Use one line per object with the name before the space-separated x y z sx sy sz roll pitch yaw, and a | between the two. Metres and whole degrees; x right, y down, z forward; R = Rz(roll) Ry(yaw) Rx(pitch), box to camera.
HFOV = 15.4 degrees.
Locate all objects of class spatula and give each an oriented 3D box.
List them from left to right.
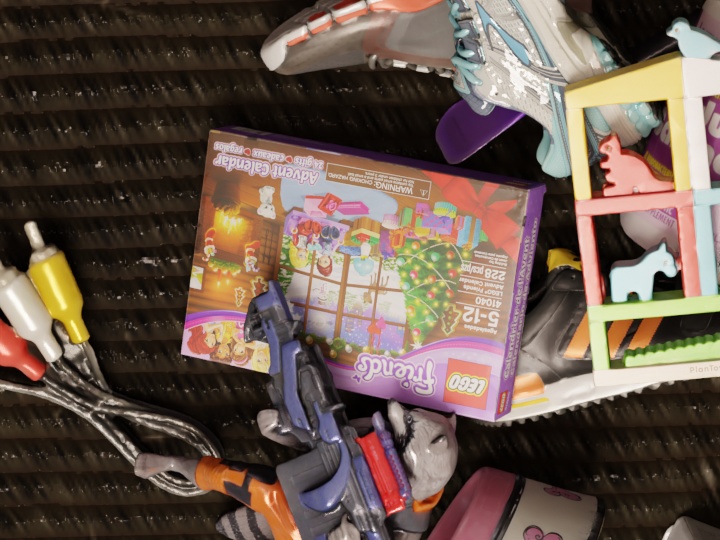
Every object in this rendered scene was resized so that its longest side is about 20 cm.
spatula | 0.135 -0.117 1.555 0.200 0.057 0.021 -22 123 -2

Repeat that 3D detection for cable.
cable | -0.170 0.071 1.592 0.097 0.050 0.200 -39 96 6

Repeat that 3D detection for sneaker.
sneaker | 0.043 -0.135 1.539 0.200 0.077 0.082 -17 105 6
sneaker | 0.078 -0.132 1.475 0.086 0.078 0.200 -38 104 13
sneaker | 0.147 0.023 1.561 0.200 0.070 0.090 -18 101 7

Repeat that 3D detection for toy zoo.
toy zoo | 0.182 -0.039 1.459 0.131 0.020 0.201 -6 104 7

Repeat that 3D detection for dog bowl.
dog bowl | 0.059 0.200 1.530 0.074 0.200 0.200 30 99 0

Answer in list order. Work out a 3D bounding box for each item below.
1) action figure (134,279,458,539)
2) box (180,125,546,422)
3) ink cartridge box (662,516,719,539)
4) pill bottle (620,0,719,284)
action figure | -0.031 0.110 1.542 0.193 0.105 0.201 -18 80 25
box | 0.000 0.000 1.551 0.200 0.039 0.137 11 100 19
ink cartridge box | 0.203 0.242 1.531 0.083 0.200 0.145 22 100 -5
pill bottle | 0.231 -0.096 1.509 0.112 0.112 0.200 20 104 -1
